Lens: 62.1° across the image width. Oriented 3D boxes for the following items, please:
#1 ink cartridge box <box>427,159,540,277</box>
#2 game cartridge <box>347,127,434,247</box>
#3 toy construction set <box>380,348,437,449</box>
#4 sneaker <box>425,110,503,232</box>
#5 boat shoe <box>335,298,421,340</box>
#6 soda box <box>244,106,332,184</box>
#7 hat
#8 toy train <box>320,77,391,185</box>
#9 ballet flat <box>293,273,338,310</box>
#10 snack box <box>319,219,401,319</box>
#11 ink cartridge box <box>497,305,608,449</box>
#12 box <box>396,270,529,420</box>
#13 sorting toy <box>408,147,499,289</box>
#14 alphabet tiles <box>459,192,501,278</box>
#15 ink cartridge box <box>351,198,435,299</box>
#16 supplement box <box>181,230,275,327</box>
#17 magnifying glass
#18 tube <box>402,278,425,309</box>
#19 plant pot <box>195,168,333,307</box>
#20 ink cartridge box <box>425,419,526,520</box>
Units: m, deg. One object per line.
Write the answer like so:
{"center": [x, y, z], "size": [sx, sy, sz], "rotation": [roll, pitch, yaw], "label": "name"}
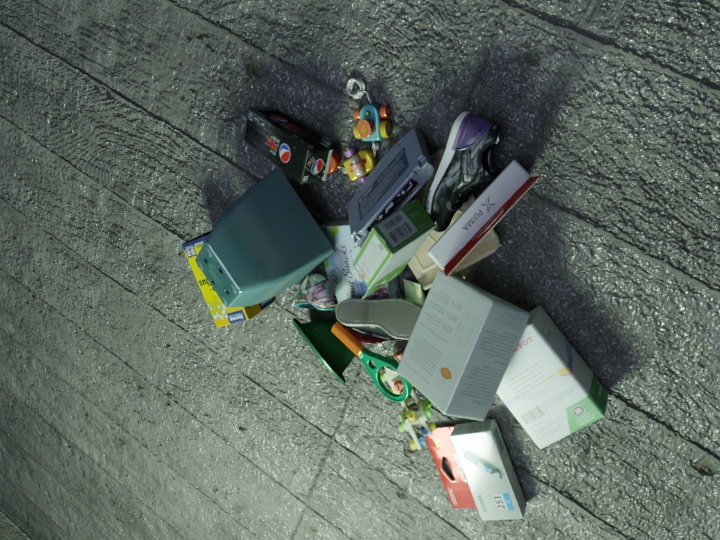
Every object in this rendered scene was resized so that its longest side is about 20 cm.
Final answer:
{"center": [0.187, -0.085, 0.942], "size": [0.045, 0.176, 0.200], "rotation": [43, 100, 2], "label": "ink cartridge box"}
{"center": [0.050, -0.150, 1.063], "size": [0.041, 0.135, 0.200], "rotation": [30, 121, -23], "label": "game cartridge"}
{"center": [0.089, 0.240, 1.196], "size": [0.090, 0.132, 0.205], "rotation": [-13, 112, 3], "label": "toy construction set"}
{"center": [0.170, -0.147, 0.977], "size": [0.086, 0.075, 0.205], "rotation": [29, 119, 28], "label": "sneaker"}
{"center": [0.051, 0.096, 1.160], "size": [0.195, 0.063, 0.075], "rotation": [8, 72, 21], "label": "boat shoe"}
{"center": [-0.141, -0.241, 1.141], "size": [0.199, 0.062, 0.072], "rotation": [40, 127, 34], "label": "soda box"}
{"center": [-0.019, 0.122, 1.268], "size": [0.175, 0.166, 0.201], "rotation": [-41, 81, -2], "label": "hat"}
{"center": [-0.028, -0.243, 1.115], "size": [0.149, 0.055, 0.202], "rotation": [40, 124, 10], "label": "toy train"}
{"center": [-0.092, 0.044, 1.236], "size": [0.199, 0.067, 0.073], "rotation": [172, 99, -71], "label": "ballet flat"}
{"center": [0.000, 0.000, 1.199], "size": [0.139, 0.053, 0.205], "rotation": [-1, 111, 32], "label": "snack box"}
{"center": [0.321, 0.190, 1.072], "size": [0.201, 0.087, 0.145], "rotation": [50, 125, 2], "label": "ink cartridge box"}
{"center": [0.175, 0.129, 1.043], "size": [0.152, 0.105, 0.204], "rotation": [33, 103, 53], "label": "box"}
{"center": [0.136, -0.091, 1.091], "size": [0.183, 0.036, 0.203], "rotation": [-30, 88, 35], "label": "sorting toy"}
{"center": [0.158, -0.089, 1.100], "size": [0.201, 0.006, 0.167], "rotation": [48, 125, 5], "label": "alphabet tiles"}
{"center": [0.049, -0.033, 1.060], "size": [0.060, 0.103, 0.201], "rotation": [52, 154, 11], "label": "ink cartridge box"}
{"center": [-0.292, 0.006, 1.338], "size": [0.107, 0.109, 0.205], "rotation": [-14, 103, 33], "label": "supplement box"}
{"center": [0.020, 0.172, 1.146], "size": [0.199, 0.022, 0.081], "rotation": [40, 133, 19], "label": "magnifying glass"}
{"center": [0.127, 0.116, 1.175], "size": [0.057, 0.052, 0.205], "rotation": [-10, 105, 30], "label": "tube"}
{"center": [-0.207, -0.038, 1.179], "size": [0.198, 0.199, 0.195], "rotation": [54, 148, -1], "label": "plant pot"}
{"center": [0.228, 0.416, 1.236], "size": [0.173, 0.045, 0.204], "rotation": [-17, 101, 33], "label": "ink cartridge box"}
